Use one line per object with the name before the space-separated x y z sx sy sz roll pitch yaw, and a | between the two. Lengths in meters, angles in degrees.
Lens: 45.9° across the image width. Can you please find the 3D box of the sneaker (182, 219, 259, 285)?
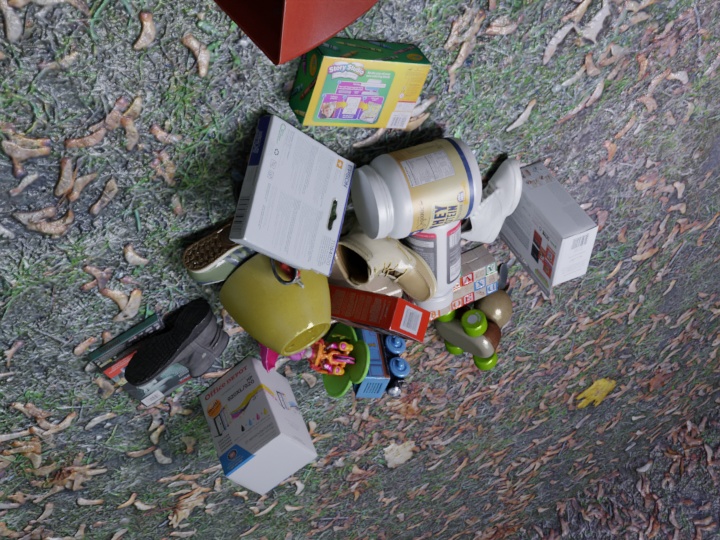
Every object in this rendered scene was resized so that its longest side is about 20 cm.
sneaker | -0.206 -0.037 1.444 0.197 0.068 0.090 -27 158 -15

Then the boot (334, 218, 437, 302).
boot | 0.044 -0.001 1.500 0.073 0.201 0.156 -39 -176 31

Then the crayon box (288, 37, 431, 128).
crayon box | 0.000 -0.286 1.306 0.196 0.059 0.120 -4 135 -31

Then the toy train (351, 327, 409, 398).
toy train | 0.030 0.165 1.725 0.112 0.203 0.087 6 138 -19

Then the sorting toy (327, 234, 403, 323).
sorting toy | 0.000 0.000 1.650 0.182 0.037 0.203 -19 136 -17

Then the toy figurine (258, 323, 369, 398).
toy figurine | -0.105 0.165 1.658 0.181 0.199 0.154 11 83 -28

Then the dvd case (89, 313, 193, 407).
dvd case | -0.388 0.171 1.575 0.144 0.022 0.201 -31 141 -1

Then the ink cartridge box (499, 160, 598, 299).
ink cartridge box | 0.362 -0.078 1.672 0.082 0.202 0.178 -19 141 -16

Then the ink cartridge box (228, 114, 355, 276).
ink cartridge box | -0.104 -0.113 1.345 0.198 0.040 0.204 25 74 -46

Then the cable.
cable | -0.146 -0.053 1.390 0.098 0.200 0.050 -51 -169 -18

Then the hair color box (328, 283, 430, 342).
hair color box | 0.021 0.077 1.559 0.101 0.198 0.063 25 80 -43

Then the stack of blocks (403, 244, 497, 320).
stack of blocks | 0.186 0.022 1.768 0.196 0.059 0.117 -23 136 -12

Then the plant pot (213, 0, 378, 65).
plant pot | -0.069 -0.403 1.031 0.174 0.201 0.202 -21 143 -30

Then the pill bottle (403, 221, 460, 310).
pill bottle | 0.136 -0.029 1.607 0.109 0.111 0.203 -17 127 -18

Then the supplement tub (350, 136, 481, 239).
supplement tub | 0.094 -0.139 1.464 0.196 0.146 0.146 -17 141 -18

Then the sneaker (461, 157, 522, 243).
sneaker | 0.245 -0.130 1.648 0.086 0.076 0.202 2 134 -19

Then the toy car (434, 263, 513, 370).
toy car | 0.271 0.083 1.876 0.201 0.156 0.165 -50 143 -20

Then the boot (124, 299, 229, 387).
boot | -0.321 0.160 1.532 0.199 0.069 0.133 -41 146 -18

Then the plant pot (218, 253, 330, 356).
plant pot | -0.129 0.061 1.486 0.198 0.143 0.201 -30 161 -11

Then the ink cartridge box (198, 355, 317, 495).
ink cartridge box | -0.208 0.310 1.707 0.146 0.202 0.145 -36 141 8
